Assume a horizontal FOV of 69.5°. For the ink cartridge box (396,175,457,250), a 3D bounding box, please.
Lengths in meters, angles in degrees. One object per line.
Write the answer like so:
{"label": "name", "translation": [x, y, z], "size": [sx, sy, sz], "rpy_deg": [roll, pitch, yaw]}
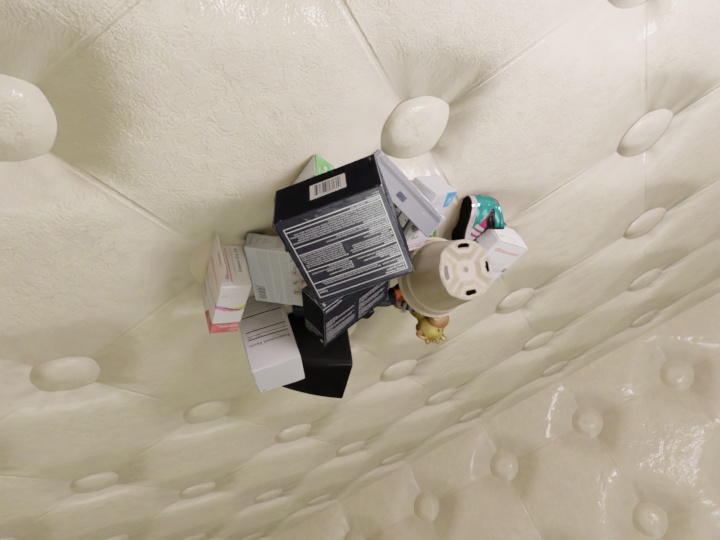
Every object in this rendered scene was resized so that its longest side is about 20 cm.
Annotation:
{"label": "ink cartridge box", "translation": [0.121, -0.110, 1.166], "size": [0.116, 0.067, 0.201], "rpy_deg": [-19, 145, -56]}

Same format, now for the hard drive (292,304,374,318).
{"label": "hard drive", "translation": [-0.068, 0.098, 1.310], "size": [0.198, 0.033, 0.140], "rpy_deg": [3, 169, -4]}

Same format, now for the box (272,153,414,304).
{"label": "box", "translation": [-0.029, -0.071, 0.949], "size": [0.198, 0.124, 0.199], "rpy_deg": [-18, 127, 8]}

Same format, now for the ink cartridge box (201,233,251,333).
{"label": "ink cartridge box", "translation": [-0.286, 0.028, 1.109], "size": [0.067, 0.117, 0.201], "rpy_deg": [-2, 140, -29]}

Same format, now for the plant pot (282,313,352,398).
{"label": "plant pot", "translation": [-0.133, 0.221, 1.410], "size": [0.176, 0.201, 0.200], "rpy_deg": [-2, 141, -14]}

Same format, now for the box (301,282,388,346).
{"label": "box", "translation": [-0.029, 0.052, 1.154], "size": [0.199, 0.079, 0.142], "rpy_deg": [-35, 152, -28]}

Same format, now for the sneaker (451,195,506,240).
{"label": "sneaker", "translation": [0.309, -0.113, 1.332], "size": [0.120, 0.084, 0.201], "rpy_deg": [-5, 141, -11]}

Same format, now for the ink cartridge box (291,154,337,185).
{"label": "ink cartridge box", "translation": [-0.050, -0.113, 1.048], "size": [0.199, 0.084, 0.146], "rpy_deg": [28, 122, -27]}

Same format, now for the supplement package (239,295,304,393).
{"label": "supplement package", "translation": [-0.222, 0.171, 1.265], "size": [0.119, 0.201, 0.122], "rpy_deg": [-16, 146, -12]}

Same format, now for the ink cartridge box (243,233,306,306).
{"label": "ink cartridge box", "translation": [-0.160, 0.006, 1.159], "size": [0.172, 0.044, 0.201], "rpy_deg": [7, 142, 3]}

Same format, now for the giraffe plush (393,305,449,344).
{"label": "giraffe plush", "translation": [0.188, 0.125, 1.496], "size": [0.171, 0.163, 0.201], "rpy_deg": [-11, 143, -20]}

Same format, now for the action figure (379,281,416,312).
{"label": "action figure", "translation": [0.075, 0.053, 1.343], "size": [0.192, 0.105, 0.200], "rpy_deg": [3, 156, 10]}

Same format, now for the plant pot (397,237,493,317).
{"label": "plant pot", "translation": [0.210, 0.008, 1.214], "size": [0.199, 0.202, 0.183], "rpy_deg": [-13, 178, -16]}

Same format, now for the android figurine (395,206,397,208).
{"label": "android figurine", "translation": [0.017, -0.138, 1.148], "size": [0.181, 0.041, 0.201], "rpy_deg": [-20, 144, -8]}

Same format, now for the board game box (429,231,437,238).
{"label": "board game box", "translation": [0.096, -0.071, 1.298], "size": [0.199, 0.030, 0.096], "rpy_deg": [-21, 147, -1]}

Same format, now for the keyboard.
{"label": "keyboard", "translation": [0.089, -0.157, 1.067], "size": [0.056, 0.011, 0.200], "rpy_deg": [-43, 99, 11]}

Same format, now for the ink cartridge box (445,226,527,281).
{"label": "ink cartridge box", "translation": [0.343, -0.034, 1.452], "size": [0.145, 0.085, 0.200], "rpy_deg": [10, 134, -41]}
